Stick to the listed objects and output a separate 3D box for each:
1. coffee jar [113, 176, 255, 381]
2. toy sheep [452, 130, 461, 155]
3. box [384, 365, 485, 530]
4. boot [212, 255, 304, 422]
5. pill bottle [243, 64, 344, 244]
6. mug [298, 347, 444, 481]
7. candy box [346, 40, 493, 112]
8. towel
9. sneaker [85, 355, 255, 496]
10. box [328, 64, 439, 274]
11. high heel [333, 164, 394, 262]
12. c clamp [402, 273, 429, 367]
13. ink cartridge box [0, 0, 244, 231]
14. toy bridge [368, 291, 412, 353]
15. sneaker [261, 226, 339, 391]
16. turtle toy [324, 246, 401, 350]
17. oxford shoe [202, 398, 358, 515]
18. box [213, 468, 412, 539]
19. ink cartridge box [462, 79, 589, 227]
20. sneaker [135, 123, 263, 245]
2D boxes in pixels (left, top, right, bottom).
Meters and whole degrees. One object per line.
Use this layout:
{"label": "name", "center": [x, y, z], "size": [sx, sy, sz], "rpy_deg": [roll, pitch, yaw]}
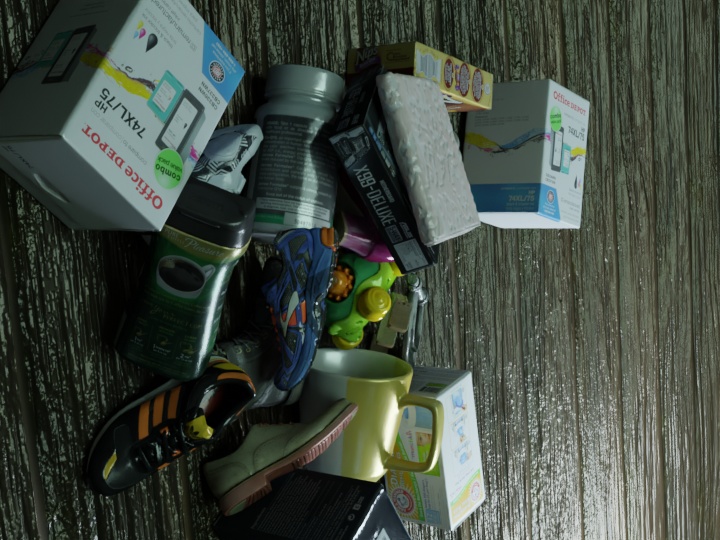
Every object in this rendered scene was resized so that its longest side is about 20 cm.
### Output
{"label": "coffee jar", "center": [-0.179, 0.005, 1.132], "size": [0.086, 0.103, 0.202], "rpy_deg": [-77, -172, -68]}
{"label": "toy sheep", "center": [0.073, -0.150, 1.486], "size": [0.139, 0.136, 0.202], "rpy_deg": [-55, 134, -35]}
{"label": "box", "center": [0.099, 0.250, 1.567], "size": [0.101, 0.111, 0.203], "rpy_deg": [-26, 113, -50]}
{"label": "boot", "center": [-0.138, 0.089, 1.284], "size": [0.173, 0.068, 0.204], "rpy_deg": [-7, 97, -51]}
{"label": "pill bottle", "center": [-0.078, -0.134, 1.312], "size": [0.112, 0.112, 0.204], "rpy_deg": [14, 82, -52]}
{"label": "mug", "center": [-0.004, 0.195, 1.387], "size": [0.148, 0.186, 0.156], "rpy_deg": [1, 101, -34]}
{"label": "candy box", "center": [0.085, -0.262, 1.518], "size": [0.199, 0.115, 0.058], "rpy_deg": [5, 88, -52]}
{"label": "towel", "center": [0.083, -0.136, 1.332], "size": [0.191, 0.032, 0.203], "rpy_deg": [-19, 91, -68]}
{"label": "sneaker", "center": [-0.197, 0.165, 1.155], "size": [0.199, 0.090, 0.071], "rpy_deg": [-38, 115, -22]}
{"label": "box", "center": [0.039, -0.121, 1.325], "size": [0.202, 0.049, 0.159], "rpy_deg": [61, 25, -26]}
{"label": "high heel", "center": [-0.001, -0.094, 1.386], "size": [0.095, 0.068, 0.202], "rpy_deg": [18, 36, -31]}
{"label": "c clamp", "center": [0.078, 0.050, 1.535], "size": [0.200, 0.027, 0.174], "rpy_deg": [70, 26, -75]}
{"label": "ink cartridge box", "center": [-0.240, -0.160, 1.069], "size": [0.147, 0.144, 0.202], "rpy_deg": [47, 56, -42]}
{"label": "toy bridge", "center": [0.040, 0.067, 1.455], "size": [0.200, 0.027, 0.068], "rpy_deg": [115, -10, -73]}
{"label": "sneaker", "center": [-0.077, 0.041, 1.262], "size": [0.075, 0.077, 0.203], "rpy_deg": [-69, 170, -76]}
{"label": "turtle toy", "center": [0.000, 0.000, 1.420], "size": [0.100, 0.146, 0.201], "rpy_deg": [32, 59, -4]}
{"label": "oxford shoe", "center": [-0.093, 0.200, 1.288], "size": [0.199, 0.074, 0.071], "rpy_deg": [-33, 163, -17]}
{"label": "box", "center": [-0.048, 0.327, 1.307], "size": [0.108, 0.198, 0.150], "rpy_deg": [-54, 132, -37]}
{"label": "ink cartridge box", "center": [0.254, -0.177, 1.708], "size": [0.146, 0.144, 0.204], "rpy_deg": [11, 83, -52]}
{"label": "sneaker", "center": [-0.167, -0.073, 1.233], "size": [0.200, 0.074, 0.116], "rpy_deg": [-48, 128, -34]}
